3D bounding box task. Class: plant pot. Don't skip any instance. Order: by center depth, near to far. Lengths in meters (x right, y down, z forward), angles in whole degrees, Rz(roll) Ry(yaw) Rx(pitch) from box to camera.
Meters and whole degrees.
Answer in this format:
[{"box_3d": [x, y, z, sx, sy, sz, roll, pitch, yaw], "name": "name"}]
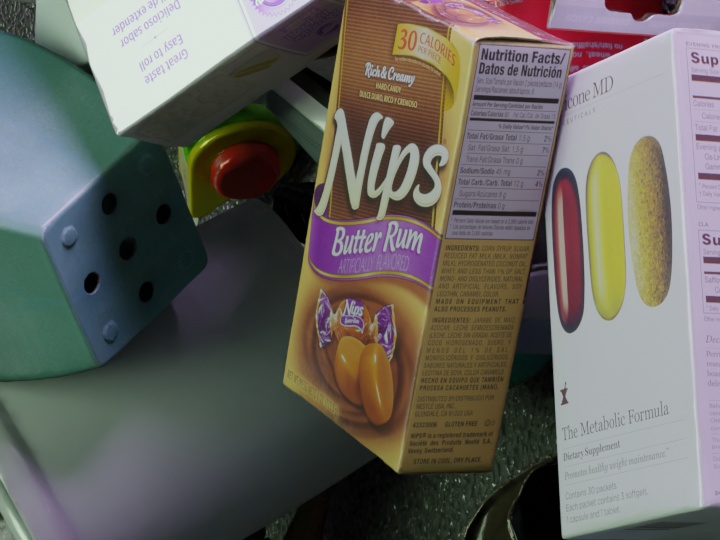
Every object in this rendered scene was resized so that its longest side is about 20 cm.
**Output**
[{"box_3d": [-0.186, -0.031, 1.542, 0.199, 0.141, 0.142, 14, 138, 39], "name": "plant pot"}]

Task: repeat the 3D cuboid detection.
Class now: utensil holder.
[{"box_3d": [-0.106, 0.075, 1.620, 0.170, 0.199, 0.170, 57, 169, 18], "name": "utensil holder"}]

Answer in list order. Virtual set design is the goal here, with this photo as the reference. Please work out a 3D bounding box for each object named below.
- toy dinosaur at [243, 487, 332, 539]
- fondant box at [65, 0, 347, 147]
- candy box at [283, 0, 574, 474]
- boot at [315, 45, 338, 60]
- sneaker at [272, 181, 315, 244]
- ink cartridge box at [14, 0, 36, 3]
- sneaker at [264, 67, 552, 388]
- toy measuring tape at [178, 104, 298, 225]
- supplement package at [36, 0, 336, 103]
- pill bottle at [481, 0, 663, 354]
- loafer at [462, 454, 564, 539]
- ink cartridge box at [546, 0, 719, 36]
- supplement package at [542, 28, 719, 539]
[{"box_3d": [-0.032, 0.224, 1.682, 0.105, 0.200, 0.182, 17, 138, 48], "name": "toy dinosaur"}, {"box_3d": [-0.081, -0.181, 1.440, 0.144, 0.058, 0.201, -32, 70, 28], "name": "fondant box"}, {"box_3d": [0.027, -0.022, 1.351, 0.117, 0.056, 0.201, 33, 117, 55], "name": "candy box"}, {"box_3d": [0.013, -0.183, 1.450, 0.201, 0.070, 0.145, -28, 57, 60], "name": "boot"}, {"box_3d": [0.006, -0.002, 1.606, 0.200, 0.075, 0.080, 22, 109, 61], "name": "sneaker"}, {"box_3d": [-0.131, -0.228, 1.755, 0.148, 0.199, 0.086, -65, 34, 36], "name": "ink cartridge box"}, {"box_3d": [0.000, 0.000, 1.491, 0.200, 0.084, 0.121, 45, 98, 7], "name": "sneaker"}, {"box_3d": [-0.072, -0.056, 1.797, 0.200, 0.073, 0.074, 93, 163, -55], "name": "toy measuring tape"}, {"box_3d": [-0.060, -0.152, 1.596, 0.114, 0.199, 0.110, -12, 77, 62], "name": "supplement package"}, {"box_3d": [0.091, -0.068, 1.409, 0.112, 0.112, 0.201, -27, 64, 59], "name": "pill bottle"}, {"box_3d": [0.095, 0.114, 1.425, 0.200, 0.071, 0.073, -37, 55, 55], "name": "loafer"}, {"box_3d": [0.128, -0.208, 1.353, 0.050, 0.109, 0.201, 26, 110, 52], "name": "ink cartridge box"}, {"box_3d": [0.153, 0.010, 1.286, 0.114, 0.109, 0.201, -23, 67, 59], "name": "supplement package"}]
